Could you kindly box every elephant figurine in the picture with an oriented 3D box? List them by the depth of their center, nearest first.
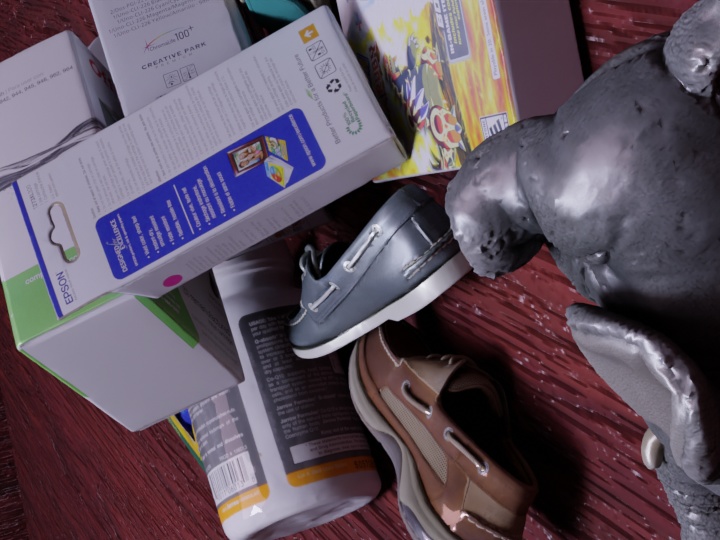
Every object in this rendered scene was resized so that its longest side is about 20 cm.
[{"bbox_3d":[0.133,0.021,0.508,0.141,0.155,0.200,-28,85,24],"label":"elephant figurine"}]

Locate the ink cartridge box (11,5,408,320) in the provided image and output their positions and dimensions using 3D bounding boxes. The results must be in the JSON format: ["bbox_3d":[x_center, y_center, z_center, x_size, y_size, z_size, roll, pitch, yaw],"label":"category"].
[{"bbox_3d":[-0.083,-0.053,0.762,0.095,0.200,0.037,65,-175,28],"label":"ink cartridge box"}]

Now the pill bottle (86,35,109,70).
[{"bbox_3d":[-0.215,-0.134,1.258,0.200,0.111,0.111,136,118,-65],"label":"pill bottle"}]

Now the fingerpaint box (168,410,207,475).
[{"bbox_3d":[-0.127,0.066,1.204,0.200,0.073,0.167,-140,42,-56],"label":"fingerpaint box"}]

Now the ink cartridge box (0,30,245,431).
[{"bbox_3d":[-0.158,-0.024,0.878,0.146,0.084,0.200,52,-165,-58],"label":"ink cartridge box"}]

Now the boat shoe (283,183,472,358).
[{"bbox_3d":[0.000,0.000,0.839,0.062,0.073,0.200,52,151,-6],"label":"boat shoe"}]

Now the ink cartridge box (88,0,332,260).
[{"bbox_3d":[-0.098,-0.122,0.916,0.200,0.084,0.176,61,-171,-72],"label":"ink cartridge box"}]

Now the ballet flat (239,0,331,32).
[{"bbox_3d":[-0.047,-0.173,0.772,0.200,0.069,0.070,-98,-5,-89],"label":"ballet flat"}]

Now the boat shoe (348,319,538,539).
[{"bbox_3d":[0.051,0.083,0.802,0.072,0.076,0.200,-53,34,19],"label":"boat shoe"}]

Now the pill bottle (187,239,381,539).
[{"bbox_3d":[-0.068,0.082,1.013,0.116,0.116,0.200,127,127,-63],"label":"pill bottle"}]

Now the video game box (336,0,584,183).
[{"bbox_3d":[0.038,-0.149,0.719,0.182,0.047,0.200,180,78,-71],"label":"video game box"}]
